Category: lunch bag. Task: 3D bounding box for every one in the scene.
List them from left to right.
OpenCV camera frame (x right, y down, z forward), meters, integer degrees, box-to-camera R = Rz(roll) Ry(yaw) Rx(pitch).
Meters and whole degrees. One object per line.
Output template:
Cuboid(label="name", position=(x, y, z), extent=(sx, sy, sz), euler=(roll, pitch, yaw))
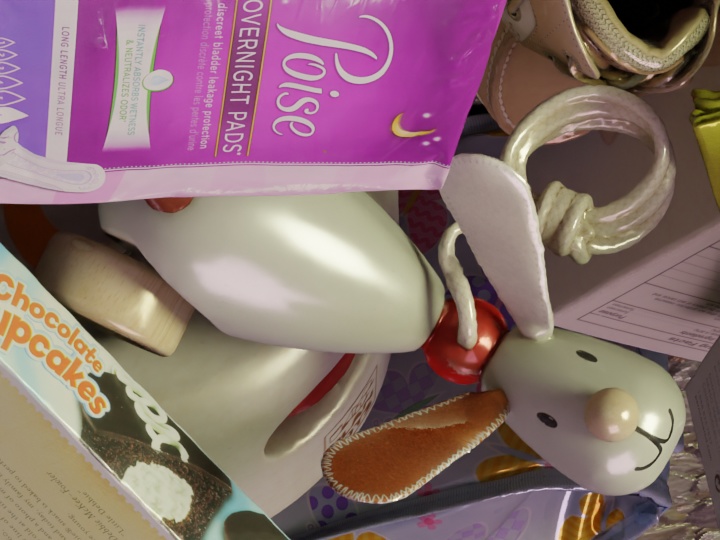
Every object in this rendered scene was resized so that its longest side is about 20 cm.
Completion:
Cuboid(label="lunch bag", position=(0.033, 0.042, 1.019), extent=(0.200, 0.170, 0.127), euler=(-21, 151, 29))

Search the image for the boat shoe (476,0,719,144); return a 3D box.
Cuboid(label="boat shoe", position=(0.077, -0.086, 0.785), extent=(0.072, 0.065, 0.200), euler=(1, 153, -14))

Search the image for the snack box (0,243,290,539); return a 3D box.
Cuboid(label="snack box", position=(-0.106, 0.068, 0.773), extent=(0.116, 0.037, 0.200), euler=(-30, 109, 38))

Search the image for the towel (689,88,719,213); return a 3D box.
Cuboid(label="towel", position=(0.163, -0.018, 0.827), extent=(0.086, 0.018, 0.200), euler=(-16, 152, 10))

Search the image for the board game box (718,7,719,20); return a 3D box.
Cuboid(label="board game box", position=(0.118, -0.101, 0.883), extent=(0.200, 0.035, 0.135), euler=(4, 154, -21))

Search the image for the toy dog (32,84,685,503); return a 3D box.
Cuboid(label="toy dog", position=(0.000, 0.000, 0.739), extent=(0.199, 0.132, 0.096), euler=(6, 177, 3))

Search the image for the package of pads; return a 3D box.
Cuboid(label="package of pads", position=(-0.064, -0.075, 0.650), extent=(0.199, 0.076, 0.121), euler=(-1, 144, -12))

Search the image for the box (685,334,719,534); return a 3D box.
Cuboid(label="box", position=(0.198, 0.031, 0.806), extent=(0.124, 0.098, 0.200), euler=(-3, 151, -14))

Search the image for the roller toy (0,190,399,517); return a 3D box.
Cuboid(label="roller toy", position=(-0.077, 0.001, 0.873), extent=(0.182, 0.200, 0.140), euler=(-11, 156, -5))

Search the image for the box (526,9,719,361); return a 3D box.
Cuboid(label="box", position=(0.154, -0.044, 0.879), extent=(0.095, 0.078, 0.200), euler=(14, 149, -37))
